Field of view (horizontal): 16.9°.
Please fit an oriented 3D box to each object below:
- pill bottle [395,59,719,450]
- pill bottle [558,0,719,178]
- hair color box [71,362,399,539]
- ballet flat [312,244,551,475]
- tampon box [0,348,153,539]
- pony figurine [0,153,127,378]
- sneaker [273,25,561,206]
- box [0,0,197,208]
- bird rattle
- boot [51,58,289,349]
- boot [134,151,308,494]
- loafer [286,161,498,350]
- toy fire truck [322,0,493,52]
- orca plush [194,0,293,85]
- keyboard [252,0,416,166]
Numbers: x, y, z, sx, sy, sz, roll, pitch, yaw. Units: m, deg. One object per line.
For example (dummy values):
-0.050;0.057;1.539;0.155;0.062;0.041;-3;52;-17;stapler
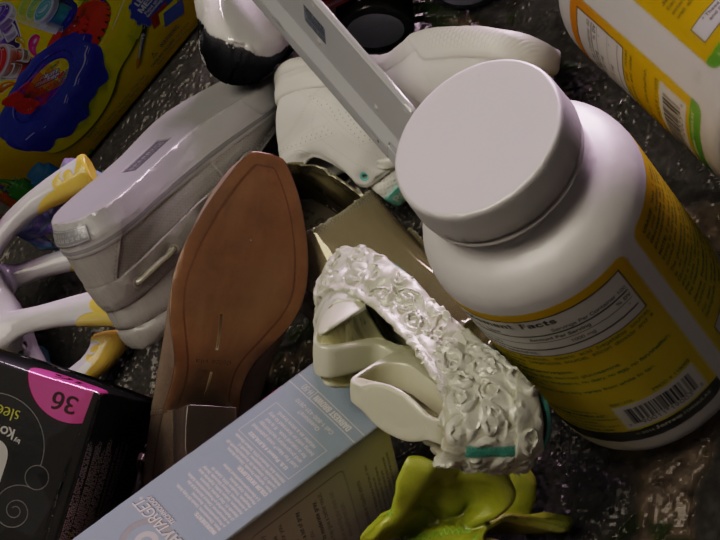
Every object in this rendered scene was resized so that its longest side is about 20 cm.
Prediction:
0.099;-0.008;1.140;0.112;0.200;0.113;-18;50;23;pill bottle
0.169;-0.133;1.219;0.111;0.111;0.200;-49;45;9;pill bottle
-0.072;0.145;1.224;0.200;0.099;0.061;-36;52;-18;hair color box
0.016;0.042;1.172;0.072;0.072;0.200;-57;37;1;ballet flat
-0.209;0.105;1.312;0.149;0.200;0.127;17;86;5;tampon box
-0.236;0.012;1.479;0.199;0.167;0.194;-26;60;9;pony figurine
0.031;-0.082;1.350;0.199;0.075;0.089;-9;73;45;sneaker
-0.230;-0.174;1.525;0.200;0.192;0.122;-50;46;9;box
0.032;0.188;1.179;0.163;0.113;0.201;39;98;29;bird rattle
-0.092;-0.038;1.419;0.073;0.096;0.200;-2;32;49;boot
-0.082;0.046;1.327;0.146;0.070;0.201;135;149;-75;boot
0.000;0.000;1.307;0.075;0.069;0.200;-34;39;-22;loafer
0.007;-0.214;1.338;0.175;0.200;0.129;-22;54;30;toy fire truck
-0.078;-0.167;1.472;0.071;0.105;0.201;-59;32;36;orca plush
-0.023;-0.131;1.335;0.011;0.056;0.200;-25;55;-22;keyboard
